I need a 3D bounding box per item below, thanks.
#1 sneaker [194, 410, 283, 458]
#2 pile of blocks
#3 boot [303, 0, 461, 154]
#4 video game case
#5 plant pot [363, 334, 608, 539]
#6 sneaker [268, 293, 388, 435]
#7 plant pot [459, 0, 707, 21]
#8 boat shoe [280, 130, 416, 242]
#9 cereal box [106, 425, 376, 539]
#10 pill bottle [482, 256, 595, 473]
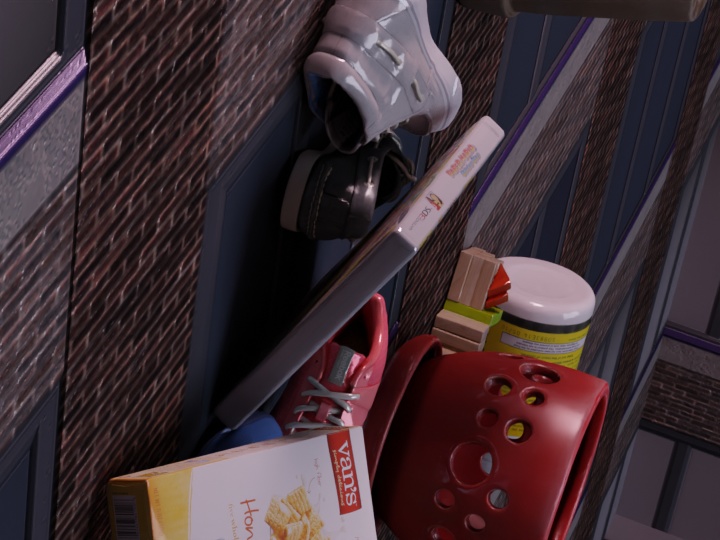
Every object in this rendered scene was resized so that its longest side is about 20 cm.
[{"bbox_3d":[-0.084,0.170,1.622,0.200,0.082,0.074,-60,162,-45],"label":"sneaker"},{"bbox_3d":[0.093,0.075,2.286,0.082,0.062,0.200,69,43,-71],"label":"pile of blocks"},{"bbox_3d":[0.006,-0.115,1.634,0.096,0.073,0.200,-61,157,-16],"label":"boot"},{"bbox_3d":[0.000,0.000,1.659,0.200,0.023,0.182,-44,-176,34],"label":"video game case"},{"bbox_3d":[0.095,0.158,2.138,0.200,0.182,0.201,20,90,-77],"label":"plant pot"},{"bbox_3d":[-0.029,0.091,1.738,0.087,0.074,0.200,112,-1,-51],"label":"sneaker"},{"bbox_3d":[0.186,-0.267,1.910,0.200,0.173,0.200,20,90,-77],"label":"plant pot"},{"bbox_3d":[0.003,-0.056,1.693,0.200,0.062,0.073,-35,139,-71],"label":"boat shoe"},{"bbox_3d":[-0.064,0.178,1.535,0.200,0.039,0.144,-11,95,-49],"label":"cereal box"},{"bbox_3d":[0.147,0.097,2.437,0.112,0.112,0.200,-45,152,-63],"label":"pill bottle"}]
